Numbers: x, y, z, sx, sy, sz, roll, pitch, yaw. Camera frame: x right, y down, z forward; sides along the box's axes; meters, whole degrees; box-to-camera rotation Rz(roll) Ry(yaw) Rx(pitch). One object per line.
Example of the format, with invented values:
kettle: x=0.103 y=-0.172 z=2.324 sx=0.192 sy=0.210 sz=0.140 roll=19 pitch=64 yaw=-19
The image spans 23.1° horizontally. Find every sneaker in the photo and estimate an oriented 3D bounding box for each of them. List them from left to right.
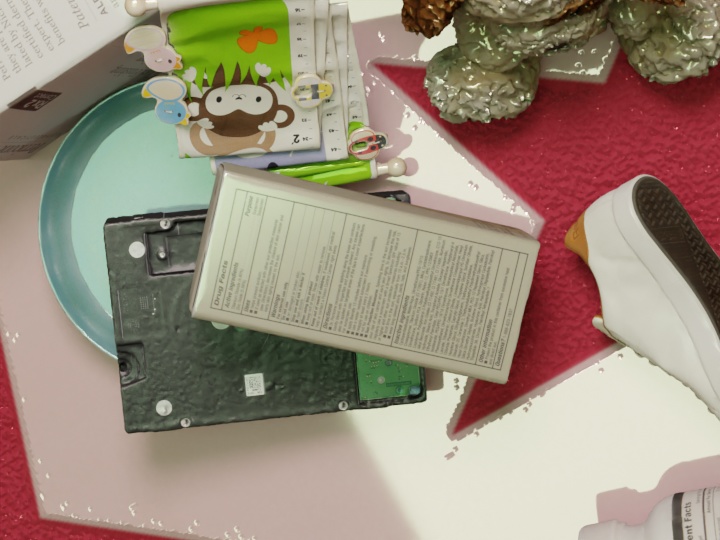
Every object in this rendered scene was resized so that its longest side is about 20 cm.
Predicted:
sneaker: x=0.203 y=0.038 z=1.114 sx=0.085 sy=0.073 sz=0.201 roll=-31 pitch=93 yaw=43

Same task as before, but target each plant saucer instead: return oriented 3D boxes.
plant saucer: x=-0.116 y=-0.029 z=1.183 sx=0.199 sy=0.027 sz=0.201 roll=0 pitch=94 yaw=6

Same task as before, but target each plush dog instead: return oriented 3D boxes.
plush dog: x=0.115 y=-0.180 z=1.054 sx=0.199 sy=0.172 sz=0.161 roll=-10 pitch=91 yaw=14

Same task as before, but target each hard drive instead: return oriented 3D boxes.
hard drive: x=-0.061 y=0.026 z=1.143 sx=0.199 sy=0.038 sz=0.141 roll=-6 pitch=99 yaw=-4

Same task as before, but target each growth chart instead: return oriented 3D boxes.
growth chart: x=-0.059 y=-0.110 z=1.085 sx=0.144 sy=0.200 sz=0.018 roll=-14 pitch=50 yaw=4

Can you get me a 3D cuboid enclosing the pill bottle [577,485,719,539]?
pill bottle: x=0.240 y=0.187 z=1.077 sx=0.199 sy=0.116 sz=0.117 roll=-13 pitch=91 yaw=16

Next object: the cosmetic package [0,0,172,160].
cosmetic package: x=-0.211 y=-0.188 z=1.132 sx=0.199 sy=0.165 sz=0.166 roll=-31 pitch=87 yaw=14

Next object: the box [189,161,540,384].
box: x=0.000 y=0.000 z=1.087 sx=0.199 sy=0.078 sz=0.096 roll=14 pitch=97 yaw=-7
